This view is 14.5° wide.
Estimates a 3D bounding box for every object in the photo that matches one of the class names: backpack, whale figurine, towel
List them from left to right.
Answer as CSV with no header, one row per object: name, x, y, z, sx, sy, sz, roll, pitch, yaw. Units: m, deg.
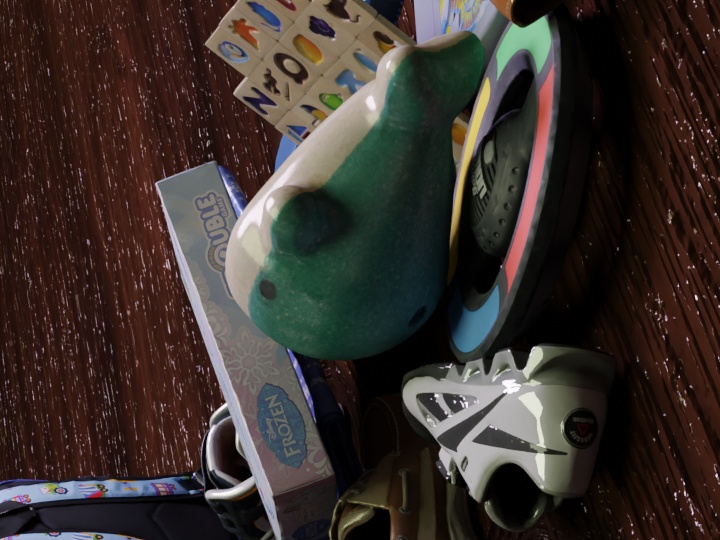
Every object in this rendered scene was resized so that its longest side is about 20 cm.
backpack,-0.187,0.231,2.044,0.183,0.199,0.135,-116,35,-58
towel,-0.044,0.049,1.768,0.145,0.024,0.200,75,172,-58
whale figurine,0.013,-0.034,1.521,0.104,0.159,0.200,45,123,19

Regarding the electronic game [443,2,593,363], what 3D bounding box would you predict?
electronic game,0.079,-0.047,1.506,0.200,0.041,0.201,-168,90,-79

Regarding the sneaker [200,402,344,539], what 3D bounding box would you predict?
sneaker,-0.074,0.133,1.919,0.200,0.079,0.079,126,145,-61

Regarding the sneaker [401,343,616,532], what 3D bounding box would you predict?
sneaker,0.069,0.093,1.476,0.200,0.074,0.089,157,119,-71

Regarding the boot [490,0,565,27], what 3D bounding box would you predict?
boot,0.103,-0.235,1.480,0.200,0.074,0.155,-53,48,16

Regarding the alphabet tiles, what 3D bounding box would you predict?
alphabet tiles,-0.008,-0.107,1.672,0.006,0.166,0.200,-55,6,-23

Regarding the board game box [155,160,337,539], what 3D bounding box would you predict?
board game box,-0.065,0.059,1.699,0.199,0.043,0.201,85,165,-75

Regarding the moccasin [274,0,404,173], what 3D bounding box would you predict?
moccasin,0.000,-0.118,1.779,0.200,0.068,0.081,114,163,-44

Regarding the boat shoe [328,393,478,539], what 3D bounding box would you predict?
boat shoe,0.021,0.140,1.617,0.200,0.072,0.076,-108,29,-52

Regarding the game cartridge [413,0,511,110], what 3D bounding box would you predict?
game cartridge,0.075,-0.181,1.609,0.200,0.040,0.134,124,144,-57
